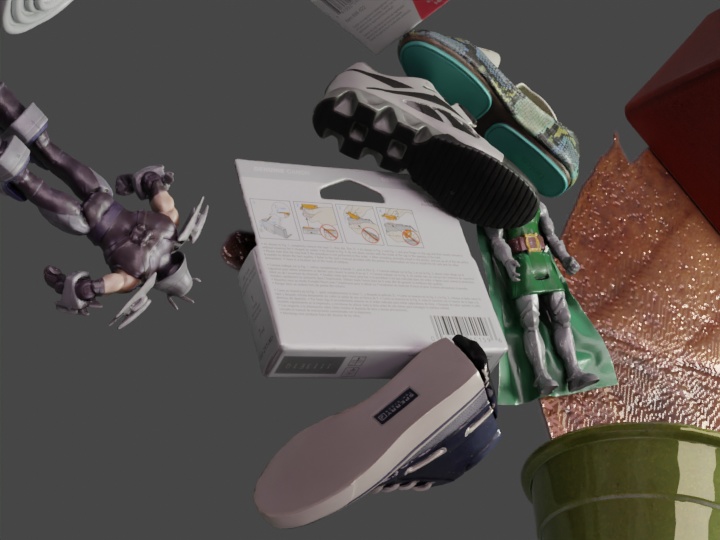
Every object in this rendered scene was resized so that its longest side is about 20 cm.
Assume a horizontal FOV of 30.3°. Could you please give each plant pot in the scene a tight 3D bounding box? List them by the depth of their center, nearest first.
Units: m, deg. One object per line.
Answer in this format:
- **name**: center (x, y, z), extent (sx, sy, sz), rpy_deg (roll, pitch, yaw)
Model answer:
- **plant pot**: center (0.208, 0.239, 0.943), extent (0.198, 0.200, 0.192), rpy_deg (22, 54, -20)
- **plant pot**: center (0.406, -0.161, 1.245), extent (0.200, 0.176, 0.200), rpy_deg (49, 56, -5)

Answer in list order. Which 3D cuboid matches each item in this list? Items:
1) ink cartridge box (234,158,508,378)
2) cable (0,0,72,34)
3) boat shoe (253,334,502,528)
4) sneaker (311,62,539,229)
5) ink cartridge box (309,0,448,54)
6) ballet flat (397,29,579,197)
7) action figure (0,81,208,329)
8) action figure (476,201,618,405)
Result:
- **ink cartridge box**: center (0.000, 0.000, 1.035), extent (0.197, 0.044, 0.175), rpy_deg (3, 51, -28)
- **cable**: center (-0.204, -0.260, 0.923), extent (0.069, 0.200, 0.201), rpy_deg (38, 40, -5)
- **boat shoe**: center (0.021, 0.141, 0.975), extent (0.199, 0.075, 0.093), rpy_deg (-33, 131, -9)
- **sneaker**: center (0.065, -0.111, 1.084), extent (0.198, 0.074, 0.089), rpy_deg (30, 45, -4)
- **ink cartridge box**: center (-0.011, -0.289, 1.063), extent (0.199, 0.145, 0.084), rpy_deg (35, 57, -21)
- **ballet flat**: center (0.113, -0.146, 1.141), extent (0.200, 0.074, 0.075), rpy_deg (43, 56, -20)
- **action figure**: center (-0.190, -0.043, 0.931), extent (0.200, 0.069, 0.131), rpy_deg (41, 50, -14)
- **action figure**: center (0.143, 0.004, 1.109), extent (0.116, 0.055, 0.203), rpy_deg (-5, 70, -28)
